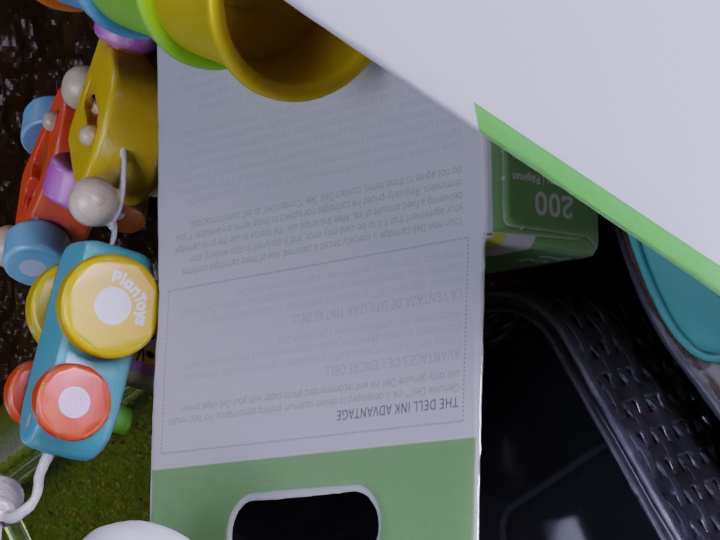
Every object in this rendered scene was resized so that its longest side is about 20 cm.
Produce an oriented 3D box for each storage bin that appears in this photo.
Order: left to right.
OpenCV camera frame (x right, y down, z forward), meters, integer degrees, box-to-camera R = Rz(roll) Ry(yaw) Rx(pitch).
[{"bbox_3d":[0.066,0.113,0.845,0.135,0.094,0.201,-36,76,28],"label":"storage bin"}]

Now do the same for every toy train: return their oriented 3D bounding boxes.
[{"bbox_3d":[-0.080,0.002,0.939,0.151,0.055,0.201,119,159,-44],"label":"toy train"}]

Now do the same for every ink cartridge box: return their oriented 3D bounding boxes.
[{"bbox_3d":[0.000,0.000,0.809,0.145,0.048,0.202,-10,78,49],"label":"ink cartridge box"},{"bbox_3d":[0.104,-0.083,0.704,0.145,0.199,0.084,36,125,31],"label":"ink cartridge box"}]

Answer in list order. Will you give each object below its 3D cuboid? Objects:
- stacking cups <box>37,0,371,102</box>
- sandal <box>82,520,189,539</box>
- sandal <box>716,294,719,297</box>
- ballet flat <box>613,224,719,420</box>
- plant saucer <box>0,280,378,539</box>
[{"bbox_3d":[-0.067,-0.099,0.832,0.200,0.060,0.061,27,119,53],"label":"stacking cups"},{"bbox_3d":[-0.008,0.150,0.782,0.202,0.050,0.083,40,146,7],"label":"sandal"},{"bbox_3d":[0.150,0.013,0.717,0.200,0.054,0.080,39,162,18],"label":"sandal"},{"bbox_3d":[0.121,0.017,0.799,0.073,0.073,0.201,-22,96,43],"label":"ballet flat"},{"bbox_3d":[-0.048,0.101,0.995,0.200,0.048,0.201,-36,76,42],"label":"plant saucer"}]
